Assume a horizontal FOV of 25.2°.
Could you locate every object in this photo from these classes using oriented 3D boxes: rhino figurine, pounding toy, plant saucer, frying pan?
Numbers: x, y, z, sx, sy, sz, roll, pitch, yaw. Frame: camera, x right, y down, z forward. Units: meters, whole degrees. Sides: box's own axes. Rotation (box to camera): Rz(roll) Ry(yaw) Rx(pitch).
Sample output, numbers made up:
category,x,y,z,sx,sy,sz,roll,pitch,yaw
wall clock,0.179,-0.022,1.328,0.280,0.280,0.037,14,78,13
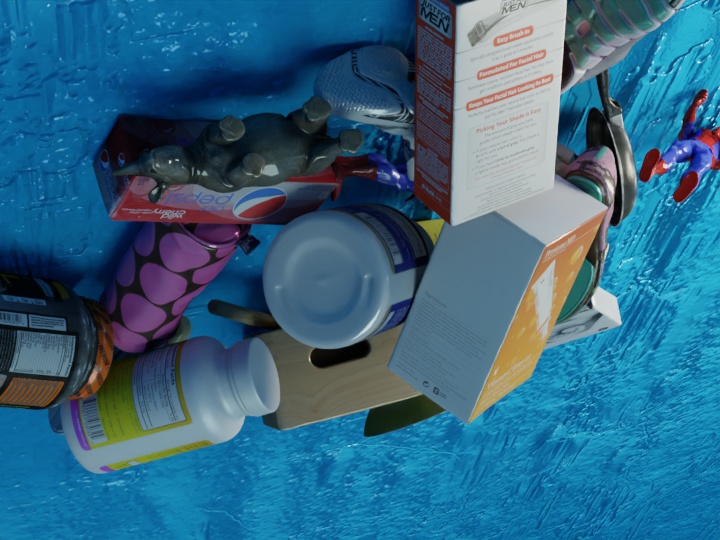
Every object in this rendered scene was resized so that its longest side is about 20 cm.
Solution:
category,x,y,z,sx,sy,sz,roll,pitch,yaw
rhino figurine,-0.103,-0.093,1.295,0.198,0.060,0.087,-13,178,-20
pounding toy,-0.053,0.082,1.666,0.198,0.143,0.184,-13,179,-10
plant saucer,0.089,0.129,1.766,0.199,0.031,0.200,-24,-179,1
frying pan,0.233,-0.135,1.521,0.031,0.115,0.192,-10,108,-5

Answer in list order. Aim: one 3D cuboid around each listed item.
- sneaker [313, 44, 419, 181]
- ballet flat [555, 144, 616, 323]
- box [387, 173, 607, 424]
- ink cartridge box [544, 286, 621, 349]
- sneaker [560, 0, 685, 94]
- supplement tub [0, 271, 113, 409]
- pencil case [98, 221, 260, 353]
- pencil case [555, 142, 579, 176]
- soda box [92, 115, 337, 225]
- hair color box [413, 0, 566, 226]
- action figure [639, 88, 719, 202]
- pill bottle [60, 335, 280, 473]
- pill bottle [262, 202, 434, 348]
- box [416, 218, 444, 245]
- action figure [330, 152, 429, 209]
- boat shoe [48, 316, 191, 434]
category,x,y,z,sx,sy,sz,roll,pitch,yaw
sneaker,0.037,-0.131,1.388,0.198,0.076,0.115,-6,148,-31
ballet flat,0.209,-0.035,1.519,0.071,0.069,0.201,-45,154,-40
box,0.122,0.016,1.450,0.124,0.097,0.201,-28,145,-50
ink cartridge box,0.180,0.060,1.817,0.198,0.041,0.200,-19,163,19
sneaker,0.222,-0.222,1.371,0.200,0.075,0.087,-35,169,39
supplement tub,-0.331,0.062,1.458,0.199,0.123,0.122,10,141,-45
pencil case,-0.170,-0.004,1.489,0.093,0.091,0.200,-31,169,-44
pencil case,0.144,-0.045,1.563,0.200,0.078,0.089,-50,176,17
soda box,-0.124,-0.084,1.387,0.199,0.064,0.070,-1,148,-33
hair color box,0.103,-0.149,1.306,0.110,0.064,0.201,-20,131,-26
action figure,0.338,-0.134,1.566,0.099,0.065,0.200,-62,166,23
pill bottle,-0.181,0.125,1.551,0.198,0.105,0.104,-15,155,17
pill bottle,0.000,0.000,1.464,0.119,0.120,0.200,-29,175,19
box,0.123,-0.021,1.678,0.198,0.050,0.075,-7,150,-23
action figure,0.065,-0.083,1.482,0.198,0.052,0.065,-2,-166,-14
boat shoe,-0.248,0.110,1.660,0.062,0.072,0.200,11,138,-46
